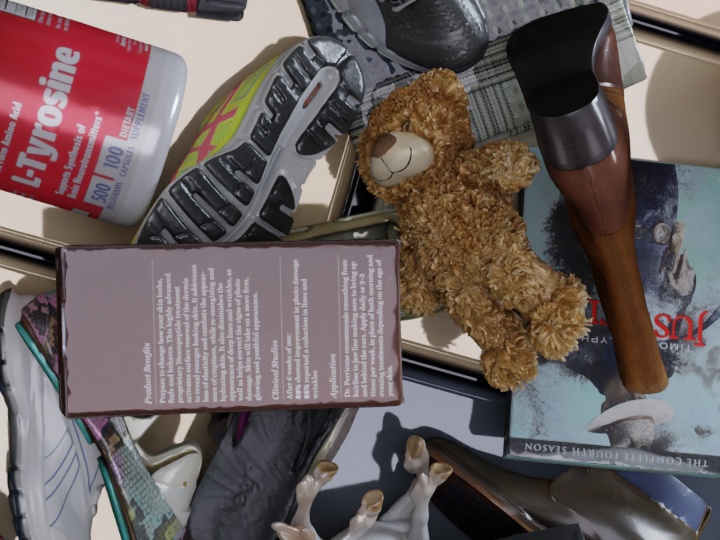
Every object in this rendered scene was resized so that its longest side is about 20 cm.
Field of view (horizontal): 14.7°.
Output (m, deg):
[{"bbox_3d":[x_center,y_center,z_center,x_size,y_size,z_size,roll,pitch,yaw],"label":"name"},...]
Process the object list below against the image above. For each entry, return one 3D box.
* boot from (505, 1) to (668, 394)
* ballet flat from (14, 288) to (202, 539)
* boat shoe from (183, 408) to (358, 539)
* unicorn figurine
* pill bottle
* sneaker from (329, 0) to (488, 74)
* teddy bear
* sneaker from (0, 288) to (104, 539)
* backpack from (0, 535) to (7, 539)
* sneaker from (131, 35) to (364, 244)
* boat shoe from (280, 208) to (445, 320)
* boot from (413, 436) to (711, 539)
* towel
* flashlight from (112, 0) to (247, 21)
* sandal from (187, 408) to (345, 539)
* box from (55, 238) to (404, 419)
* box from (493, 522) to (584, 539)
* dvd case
[{"bbox_3d":[0.154,-0.050,1.709,0.068,0.188,0.201,-19,117,4],"label":"boot"},{"bbox_3d":[-0.139,0.099,1.684,0.071,0.069,0.201,-25,99,-7],"label":"ballet flat"},{"bbox_3d":[-0.063,0.113,1.746,0.073,0.074,0.200,33,88,-10],"label":"boat shoe"},{"bbox_3d":[0.015,0.178,1.742,0.199,0.074,0.138,0,121,-27],"label":"unicorn figurine"},{"bbox_3d":[-0.214,-0.105,1.686,0.199,0.112,0.113,16,92,-9],"label":"pill bottle"},{"bbox_3d":[0.003,-0.195,1.684,0.200,0.115,0.075,45,88,-5],"label":"sneaker"},{"bbox_3d":[0.062,-0.021,1.674,0.067,0.145,0.201,-23,95,-34],"label":"teddy bear"},{"bbox_3d":[-0.180,0.109,1.732,0.087,0.074,0.201,-6,96,-13],"label":"sneaker"},{"bbox_3d":[-0.292,0.157,1.662,0.200,0.183,0.147,30,91,-12],"label":"backpack"},{"bbox_3d":[-0.078,-0.056,1.713,0.078,0.090,0.200,47,71,-20],"label":"sneaker"},{"bbox_3d":[-0.001,-0.003,1.750,0.200,0.063,0.074,0,95,-8],"label":"boat shoe"},{"bbox_3d":[0.130,0.146,1.793,0.200,0.075,0.097,35,64,0],"label":"boot"},{"bbox_3d":[0.065,-0.175,1.767,0.199,0.035,0.193,-20,94,-4],"label":"towel"},{"bbox_3d":[-0.166,-0.199,1.713,0.199,0.068,0.068,9,113,-4],"label":"flashlight"},{"bbox_3d":[-0.048,0.085,1.693,0.075,0.048,0.201,18,91,7],"label":"sandal"},{"bbox_3d":[-0.078,0.033,1.625,0.199,0.075,0.101,-1,91,-11],"label":"box"},{"bbox_3d":[0.047,0.248,1.730,0.192,0.048,0.200,-8,138,-6],"label":"box"},{"bbox_3d":[0.167,0.027,1.775,0.145,0.022,0.201,7,81,-9],"label":"dvd case"}]
